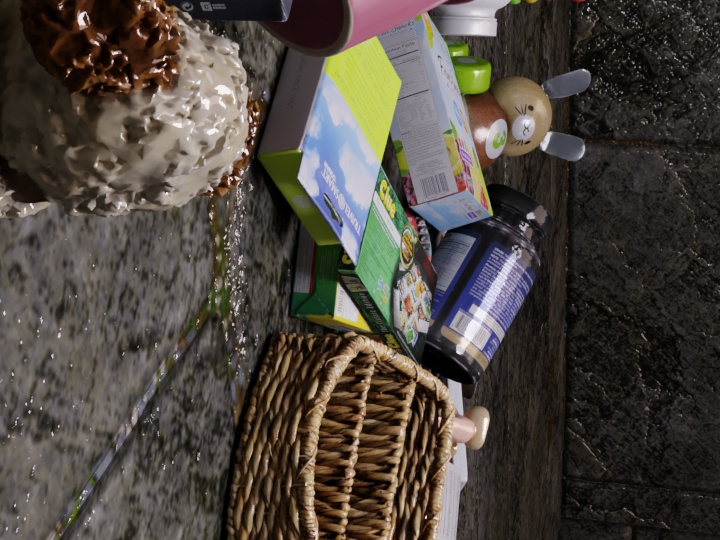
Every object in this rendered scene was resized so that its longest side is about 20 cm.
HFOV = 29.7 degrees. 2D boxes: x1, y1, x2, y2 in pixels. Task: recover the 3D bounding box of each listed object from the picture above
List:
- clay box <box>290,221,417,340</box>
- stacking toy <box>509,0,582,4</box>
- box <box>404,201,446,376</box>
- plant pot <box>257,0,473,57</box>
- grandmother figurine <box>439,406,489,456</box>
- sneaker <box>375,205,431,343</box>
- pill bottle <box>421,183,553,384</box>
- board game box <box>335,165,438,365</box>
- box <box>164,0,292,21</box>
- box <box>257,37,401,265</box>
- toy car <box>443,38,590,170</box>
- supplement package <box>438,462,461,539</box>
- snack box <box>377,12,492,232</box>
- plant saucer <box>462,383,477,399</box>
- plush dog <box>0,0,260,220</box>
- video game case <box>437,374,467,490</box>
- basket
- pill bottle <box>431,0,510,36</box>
[{"bbox_3d":[0.000,0.000,1.249,0.200,0.047,0.116,26,69,-67],"label":"clay box"},{"bbox_3d":[0.194,-0.359,1.660,0.085,0.198,0.086,4,90,-76],"label":"stacking toy"},{"bbox_3d":[0.072,0.020,1.588,0.158,0.049,0.202,-51,143,-67],"label":"box"},{"bbox_3d":[0.004,-0.248,0.935,0.179,0.199,0.201,-44,145,-27],"label":"plant pot"},{"bbox_3d":[0.029,0.136,1.291,0.199,0.121,0.061,23,46,-43],"label":"grandmother figurine"},{"bbox_3d":[0.020,0.034,1.379,0.096,0.079,0.202,114,-13,-81],"label":"sneaker"},{"bbox_3d":[0.125,0.012,1.467,0.201,0.111,0.112,-58,158,-13],"label":"pill bottle"},{"bbox_3d":[0.028,0.002,1.224,0.200,0.023,0.105,59,42,-55],"label":"board game box"},{"bbox_3d":[-0.086,-0.275,0.755,0.183,0.103,0.201,75,23,-55],"label":"box"},{"bbox_3d":[-0.024,-0.118,1.116,0.122,0.047,0.201,55,39,-46],"label":"box"},{"bbox_3d":[0.172,-0.172,1.565,0.158,0.198,0.166,-121,-149,-63],"label":"toy car"},{"bbox_3d":[0.031,0.238,1.350,0.200,0.113,0.110,47,47,-71],"label":"supplement package"},{"bbox_3d":[0.070,-0.153,1.375,0.169,0.067,0.202,24,50,-75],"label":"snack box"},{"bbox_3d":[0.124,0.065,1.749,0.200,0.032,0.202,179,-90,-84],"label":"plant saucer"},{"bbox_3d":[-0.126,-0.067,0.510,0.200,0.170,0.162,38,57,-74],"label":"plush dog"},{"bbox_3d":[0.090,0.213,1.591,0.200,0.017,0.144,110,-19,-59],"label":"video game case"},{"bbox_3d":[-0.011,0.154,1.087,0.143,0.148,0.201,70,28,-58],"label":"basket"},{"bbox_3d":[0.122,-0.371,1.549,0.112,0.111,0.202,-30,123,-73],"label":"pill bottle"}]
